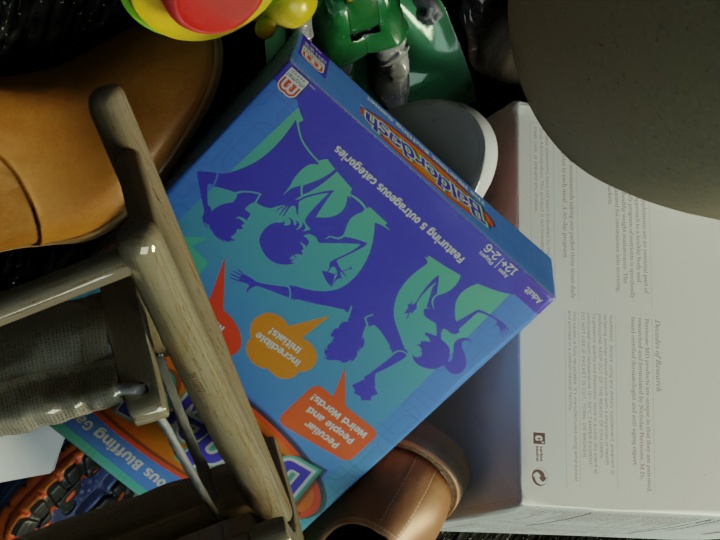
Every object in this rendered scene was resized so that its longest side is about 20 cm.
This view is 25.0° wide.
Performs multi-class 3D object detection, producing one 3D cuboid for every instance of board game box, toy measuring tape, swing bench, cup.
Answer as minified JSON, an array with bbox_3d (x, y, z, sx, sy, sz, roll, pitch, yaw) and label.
[{"bbox_3d":[-0.039,0.021,0.703,0.152,0.045,0.200,40,111,-14],"label":"board game box"},{"bbox_3d":[-0.088,-0.140,0.607,0.074,0.074,0.200,-43,137,14],"label":"toy measuring tape"},{"bbox_3d":[-0.139,0.070,0.600,0.198,0.130,0.201,-21,122,-1],"label":"swing bench"},{"bbox_3d":[0.175,-0.097,0.603,0.199,0.143,0.201,-10,117,-21],"label":"cup"}]

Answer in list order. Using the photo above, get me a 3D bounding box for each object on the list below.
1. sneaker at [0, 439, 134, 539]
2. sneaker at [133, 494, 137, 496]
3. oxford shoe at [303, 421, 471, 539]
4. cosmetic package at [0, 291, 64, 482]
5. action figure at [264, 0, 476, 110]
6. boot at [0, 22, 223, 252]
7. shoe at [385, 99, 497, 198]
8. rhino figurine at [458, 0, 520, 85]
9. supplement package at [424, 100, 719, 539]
[{"bbox_3d":[-0.121,0.052,0.819,0.200,0.078,0.075,-44,146,-17],"label":"sneaker"},{"bbox_3d":[-0.083,0.093,0.898,0.200,0.076,0.105,-37,148,2],"label":"sneaker"},{"bbox_3d":[-0.015,0.149,0.781,0.071,0.071,0.200,-57,176,-42],"label":"oxford shoe"},{"bbox_3d":[-0.235,0.061,0.714,0.199,0.083,0.051,-7,139,-37],"label":"cosmetic package"},{"bbox_3d":[-0.004,-0.118,0.721,0.118,0.055,0.200,-24,142,-10],"label":"action figure"},{"bbox_3d":[-0.161,-0.057,0.641,0.201,0.071,0.144,-43,141,5],"label":"boot"},{"bbox_3d":[0.000,0.000,0.777,0.200,0.072,0.091,-46,158,17],"label":"shoe"},{"bbox_3d":[0.134,-0.144,0.798,0.199,0.060,0.088,-16,137,-22],"label":"rhino figurine"},{"bbox_3d":[0.133,0.037,0.831,0.199,0.192,0.147,7,165,-22],"label":"supplement package"}]
